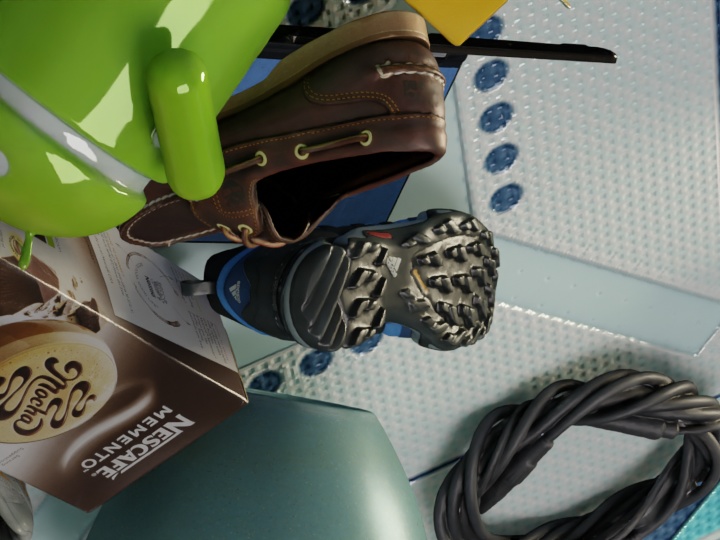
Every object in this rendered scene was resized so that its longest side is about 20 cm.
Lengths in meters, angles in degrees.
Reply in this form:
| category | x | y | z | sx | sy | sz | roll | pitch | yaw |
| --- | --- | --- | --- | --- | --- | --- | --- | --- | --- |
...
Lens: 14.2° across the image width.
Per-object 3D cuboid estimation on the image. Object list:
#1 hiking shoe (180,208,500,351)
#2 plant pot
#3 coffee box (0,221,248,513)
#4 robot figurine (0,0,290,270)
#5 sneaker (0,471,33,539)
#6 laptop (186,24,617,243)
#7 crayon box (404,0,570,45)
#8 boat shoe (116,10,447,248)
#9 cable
| category | x | y | z | sx | sy | sz | roll | pitch | yaw |
| --- | --- | --- | --- | --- | --- | --- | --- | --- | --- |
| hiking shoe | 0.000 | 0.000 | 1.484 | 0.200 | 0.086 | 0.075 | 2 | 97 | -57 |
| plant pot | -0.048 | 0.134 | 1.526 | 0.199 | 0.200 | 0.136 | 11 | 89 | -40 |
| coffee box | -0.162 | 0.029 | 1.395 | 0.113 | 0.080 | 0.200 | -36 | 141 | 19 |
| robot figurine | -0.110 | -0.101 | 1.245 | 0.200 | 0.175 | 0.116 | -53 | 147 | 4 |
| sneaker | -0.241 | 0.099 | 1.416 | 0.199 | 0.092 | 0.076 | 10 | 123 | -39 |
| laptop | -0.011 | -0.060 | 1.395 | 0.186 | 0.200 | 0.117 | 0 | 96 | -33 |
| crayon box | 0.000 | -0.181 | 1.267 | 0.052 | 0.126 | 0.200 | -42 | 139 | 12 |
| boat shoe | -0.041 | -0.046 | 1.295 | 0.070 | 0.071 | 0.200 | 2 | 158 | -45 |
| cable | 0.134 | 0.119 | 1.724 | 0.199 | 0.051 | 0.164 | -26 | 135 | -5 |
